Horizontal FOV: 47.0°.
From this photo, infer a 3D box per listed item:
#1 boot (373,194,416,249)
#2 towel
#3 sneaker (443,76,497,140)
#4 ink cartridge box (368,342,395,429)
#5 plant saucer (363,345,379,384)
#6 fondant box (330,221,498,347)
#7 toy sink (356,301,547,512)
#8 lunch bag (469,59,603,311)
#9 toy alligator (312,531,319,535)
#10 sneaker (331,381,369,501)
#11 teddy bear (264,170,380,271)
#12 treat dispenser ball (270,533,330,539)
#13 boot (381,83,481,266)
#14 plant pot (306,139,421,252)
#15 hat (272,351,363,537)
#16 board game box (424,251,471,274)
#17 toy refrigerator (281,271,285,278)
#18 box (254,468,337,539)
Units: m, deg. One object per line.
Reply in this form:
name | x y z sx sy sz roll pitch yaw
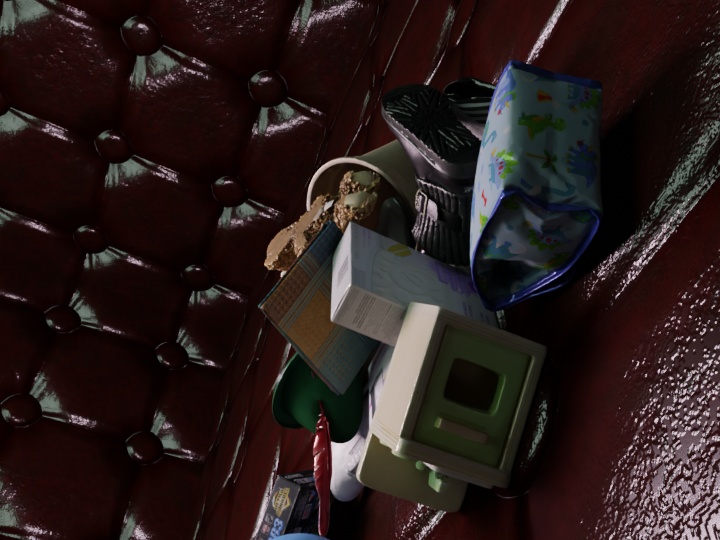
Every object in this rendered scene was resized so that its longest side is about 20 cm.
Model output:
boot | 0.000 0.000 1.123 0.068 0.128 0.203 52 145 40
towel | -0.035 0.051 1.071 0.021 0.201 0.148 22 68 45
sneaker | 0.131 -0.195 1.088 0.198 0.116 0.076 -11 37 51
ink cartridge box | 0.072 0.148 1.045 0.202 0.084 0.150 -94 26 -57
plant saucer | 0.029 0.095 1.418 0.200 0.035 0.205 -160 89 -77
fondant box | 0.064 0.034 0.980 0.059 0.196 0.145 -59 17 27
toy sink | 0.092 0.151 0.854 0.112 0.128 0.204 -176 106 -76
lunch bag | 0.169 -0.076 0.850 0.201 0.124 0.173 111 172 -58
toy alligator | -0.079 0.505 1.256 0.053 0.059 0.204 6 72 34
sneaker | 0.006 0.257 1.210 0.081 0.075 0.204 -125 54 -65
teddy bear | -0.043 -0.056 1.122 0.200 0.066 0.146 -45 25 14
treat dispenser ball | -0.075 0.428 1.007 0.201 0.197 0.205 -160 90 -77
boot | 0.087 -0.120 1.035 0.213 0.078 0.160 -119 17 -44
plant pot | 0.050 -0.108 1.247 0.183 0.200 0.202 -40 -12 -44
hat | -0.015 0.211 1.139 0.176 0.163 0.204 42 124 38
board game box | 0.142 -0.047 1.136 0.128 0.034 0.202 -85 18 -50
toy refrigerator | -0.042 0.038 1.294 0.199 0.069 0.078 18 -128 -65
box | -0.105 0.415 1.286 0.204 0.049 0.198 -71 -20 -2
